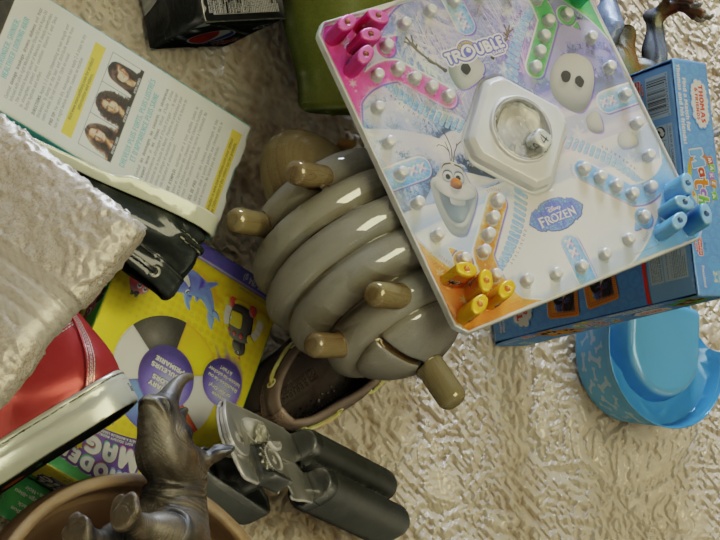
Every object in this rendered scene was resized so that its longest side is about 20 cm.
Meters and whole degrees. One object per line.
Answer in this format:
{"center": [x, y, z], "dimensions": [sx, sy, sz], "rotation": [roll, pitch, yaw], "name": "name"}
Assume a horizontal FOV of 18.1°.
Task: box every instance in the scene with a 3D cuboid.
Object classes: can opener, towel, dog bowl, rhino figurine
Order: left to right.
{"center": [-0.227, -0.030, 1.221], "dimensions": [0.200, 0.035, 0.133], "rotation": [36, 78, 18], "name": "towel"}
{"center": [-0.114, 0.150, 1.216], "dimensions": [0.087, 0.059, 0.201], "rotation": [35, 58, -47], "name": "rhino figurine"}
{"center": [-0.043, 0.130, 1.368], "dimensions": [0.200, 0.067, 0.054], "rotation": [34, 30, -56], "name": "can opener"}
{"center": [0.204, 0.016, 1.605], "dimensions": [0.111, 0.049, 0.202], "rotation": [14, 72, -33], "name": "dog bowl"}

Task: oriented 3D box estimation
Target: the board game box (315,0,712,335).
{"center": [0.096, -0.084, 1.343], "dimensions": [0.199, 0.026, 0.201], "rotation": [-20, 81, -32], "name": "board game box"}

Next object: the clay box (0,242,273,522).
{"center": [-0.130, 0.077, 1.345], "dimensions": [0.115, 0.047, 0.201], "rotation": [32, 62, -27], "name": "clay box"}

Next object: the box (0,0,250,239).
{"center": [-0.166, -0.095, 1.356], "dimensions": [0.199, 0.049, 0.083], "rotation": [32, 62, -27], "name": "box"}

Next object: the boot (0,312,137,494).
{"center": [-0.242, 0.065, 1.239], "dimensions": [0.199, 0.072, 0.145], "rotation": [-33, 85, -15], "name": "boot"}

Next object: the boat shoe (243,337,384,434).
{"center": [-0.004, 0.045, 1.437], "dimensions": [0.200, 0.059, 0.072], "rotation": [-37, 102, -36], "name": "boat shoe"}

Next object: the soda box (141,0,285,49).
{"center": [-0.108, -0.245, 1.419], "dimensions": [0.063, 0.071, 0.202], "rotation": [-6, 84, -38], "name": "soda box"}

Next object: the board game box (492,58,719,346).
{"center": [0.155, -0.040, 1.486], "dimensions": [0.036, 0.199, 0.152], "rotation": [2, 79, -37], "name": "board game box"}

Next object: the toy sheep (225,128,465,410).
{"center": [0.000, 0.000, 1.349], "dimensions": [0.137, 0.138, 0.201], "rotation": [-16, 69, -38], "name": "toy sheep"}

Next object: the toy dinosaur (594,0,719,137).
{"center": [0.182, -0.113, 1.576], "dimensions": [0.105, 0.200, 0.182], "rotation": [28, 85, -36], "name": "toy dinosaur"}

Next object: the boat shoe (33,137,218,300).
{"center": [-0.185, -0.037, 1.298], "dimensions": [0.198, 0.074, 0.067], "rotation": [22, 83, -11], "name": "boat shoe"}

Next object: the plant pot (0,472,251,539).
{"center": [-0.147, 0.218, 1.272], "dimensions": [0.200, 0.092, 0.202], "rotation": [9, 75, -35], "name": "plant pot"}

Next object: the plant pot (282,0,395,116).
{"center": [0.024, -0.197, 1.446], "dimensions": [0.199, 0.200, 0.194], "rotation": [-1, 92, -36], "name": "plant pot"}
